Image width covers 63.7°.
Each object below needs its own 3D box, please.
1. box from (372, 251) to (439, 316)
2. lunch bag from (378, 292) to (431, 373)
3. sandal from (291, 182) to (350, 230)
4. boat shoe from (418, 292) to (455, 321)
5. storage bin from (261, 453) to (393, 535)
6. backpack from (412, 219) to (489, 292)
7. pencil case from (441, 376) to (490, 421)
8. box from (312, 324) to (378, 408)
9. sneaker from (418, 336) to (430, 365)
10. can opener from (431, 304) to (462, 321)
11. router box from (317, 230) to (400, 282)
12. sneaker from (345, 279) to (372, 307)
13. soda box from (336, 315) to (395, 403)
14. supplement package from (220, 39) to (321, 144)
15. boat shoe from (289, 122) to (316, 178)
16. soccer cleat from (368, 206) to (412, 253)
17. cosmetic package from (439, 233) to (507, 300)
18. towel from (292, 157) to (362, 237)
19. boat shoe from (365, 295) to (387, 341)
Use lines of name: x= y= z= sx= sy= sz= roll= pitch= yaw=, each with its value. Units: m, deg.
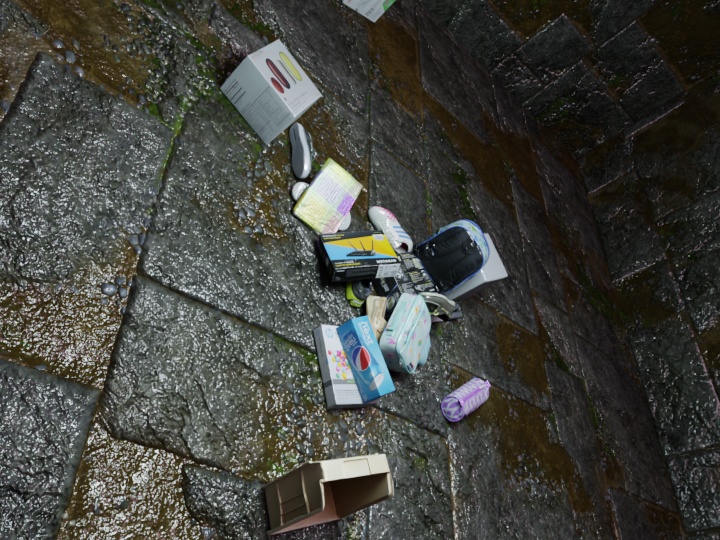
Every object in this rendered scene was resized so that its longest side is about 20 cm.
box: x=0.134 y=0.037 z=1.780 sx=0.198 sy=0.085 sz=0.167 roll=-10 pitch=74 yaw=-52
lunch bag: x=0.127 y=0.174 z=1.600 sx=0.202 sy=0.075 sz=0.162 roll=-63 pitch=148 yaw=-32
sandal: x=-0.112 y=-0.192 z=1.678 sx=0.201 sy=0.050 sz=0.084 roll=34 pitch=82 yaw=-22
boat shoe: x=0.228 y=0.108 z=1.732 sx=0.201 sy=0.071 sz=0.062 roll=25 pitch=73 yaw=-56
storage bin: x=-0.064 y=0.449 z=1.178 sx=0.197 sy=0.197 sz=0.096 roll=11 pitch=52 yaw=-44
backpack: x=0.299 y=-0.057 z=1.800 sx=0.185 sy=0.199 sz=0.146 roll=57 pitch=36 yaw=1
pencil case: x=0.323 y=0.390 z=1.759 sx=0.198 sy=0.085 sz=0.085 roll=-17 pitch=76 yaw=-52
box: x=-0.037 y=0.245 z=1.478 sx=0.154 sy=0.041 sz=0.204 roll=12 pitch=56 yaw=-45
sneaker: x=0.178 y=0.199 z=1.746 sx=0.083 sy=0.072 sz=0.202 roll=57 pitch=36 yaw=-33
can opener: x=0.282 y=0.133 z=1.901 sx=0.198 sy=0.066 sz=0.054 roll=0 pitch=65 yaw=-49
router box: x=-0.007 y=-0.043 z=1.600 sx=0.195 sy=0.052 sz=0.151 roll=-5 pitch=44 yaw=-23
sneaker: x=0.000 y=0.000 z=1.654 sx=0.073 sy=0.080 sz=0.204 roll=17 pitch=53 yaw=-41
soda box: x=0.013 y=0.223 z=1.465 sx=0.067 sy=0.064 sz=0.204 roll=-5 pitch=69 yaw=-51
supplement package: x=-0.252 y=-0.513 z=1.660 sx=0.201 sy=0.146 sz=0.192 roll=49 pitch=38 yaw=-14
boat shoe: x=-0.162 y=-0.353 z=1.716 sx=0.070 sy=0.072 sz=0.204 roll=16 pitch=52 yaw=-36
soccer cleat: x=0.099 y=-0.122 z=1.859 sx=0.199 sy=0.069 sz=0.087 roll=42 pitch=35 yaw=-22
cosmetic package: x=0.354 y=-0.005 z=1.970 sx=0.165 sy=0.199 sz=0.170 roll=-8 pitch=71 yaw=-49
towel: x=-0.094 y=-0.199 z=1.646 sx=0.143 sy=0.023 sz=0.202 roll=37 pitch=77 yaw=-22
boat shoe: x=0.046 y=0.152 z=1.595 sx=0.072 sy=0.063 sz=0.204 roll=86 pitch=5 yaw=-52
